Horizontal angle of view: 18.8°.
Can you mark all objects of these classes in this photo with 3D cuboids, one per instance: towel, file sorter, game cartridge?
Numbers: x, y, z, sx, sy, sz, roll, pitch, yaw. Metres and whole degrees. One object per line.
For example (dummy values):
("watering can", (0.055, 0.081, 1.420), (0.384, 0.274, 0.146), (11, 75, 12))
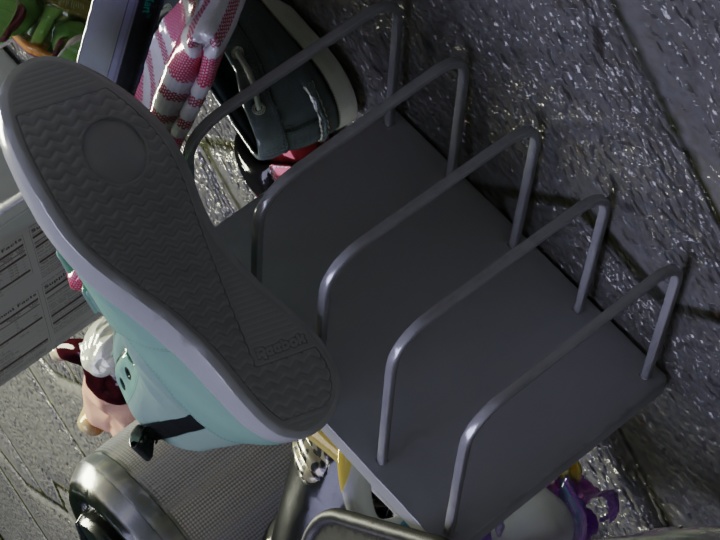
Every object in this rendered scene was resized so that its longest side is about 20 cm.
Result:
("towel", (-0.087, -0.097, 1.011), (0.030, 0.147, 0.200), (22, 139, -10))
("file sorter", (0.028, -0.003, 0.981), (0.200, 0.139, 0.125), (45, 157, 22))
("game cartridge", (-0.092, -0.157, 0.972), (0.038, 0.130, 0.200), (13, 146, -9))

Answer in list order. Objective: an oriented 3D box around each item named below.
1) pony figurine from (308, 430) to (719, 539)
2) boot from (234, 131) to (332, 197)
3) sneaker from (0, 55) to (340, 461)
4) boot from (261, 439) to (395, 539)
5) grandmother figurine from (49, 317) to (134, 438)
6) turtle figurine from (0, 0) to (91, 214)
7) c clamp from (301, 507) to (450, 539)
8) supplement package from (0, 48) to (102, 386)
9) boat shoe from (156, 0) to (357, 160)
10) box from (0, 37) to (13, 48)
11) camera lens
("pony figurine", (0.079, 0.131, 1.065), (0.167, 0.192, 0.201), (110, 141, -64))
("boot", (0.000, 0.000, 1.163), (0.200, 0.072, 0.145), (43, 158, 38))
("sneaker", (-0.107, 0.004, 0.961), (0.201, 0.074, 0.118), (52, 148, -9))
("boot", (-0.003, 0.174, 1.179), (0.204, 0.073, 0.154), (53, 135, 49))
("grandmother figurine", (-0.213, 0.093, 1.863), (0.121, 0.061, 0.200), (24, 154, 3))
("turtle figurine", (-0.196, -0.104, 1.200), (0.194, 0.199, 0.144), (-135, 21, -80))
("c clamp", (0.011, 0.196, 1.001), (0.200, 0.027, 0.172), (-7, 84, 61))
("supplement package", (-0.286, -0.039, 1.648), (0.152, 0.150, 0.200), (46, 160, 23))
("boat shoe", (-0.085, -0.134, 1.137), (0.200, 0.062, 0.073), (46, 161, 23))
("box", (-0.261, -0.255, 1.300), (0.177, 0.097, 0.200), (48, 160, 23))
("camera lens", (-0.070, 0.140, 1.367), (0.160, 0.200, 0.160), (45, 160, 22))
